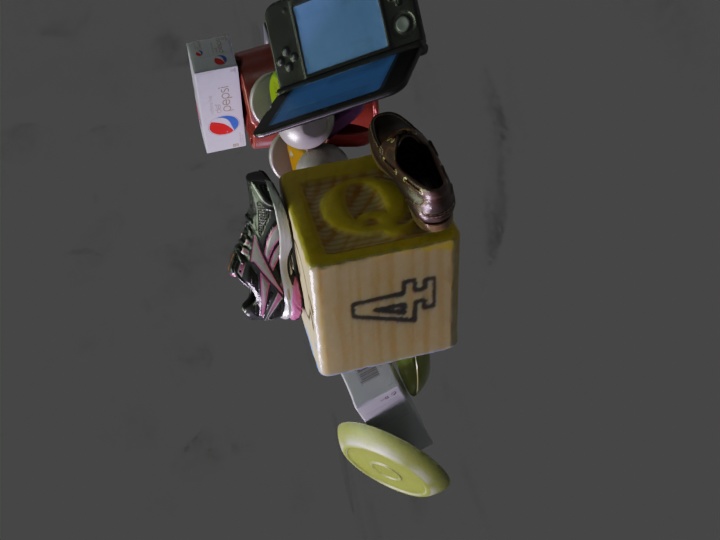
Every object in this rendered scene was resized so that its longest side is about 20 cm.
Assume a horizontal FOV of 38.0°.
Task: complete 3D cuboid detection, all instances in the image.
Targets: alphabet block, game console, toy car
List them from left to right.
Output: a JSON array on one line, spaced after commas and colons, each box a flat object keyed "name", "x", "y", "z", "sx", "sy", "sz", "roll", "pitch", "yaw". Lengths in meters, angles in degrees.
[{"name": "toy car", "x": -0.057, "y": -0.203, "z": 1.482, "sx": 0.175, "sy": 0.149, "sz": 0.202, "roll": 40, "pitch": 153, "yaw": 58}, {"name": "game console", "x": -0.035, "y": -0.259, "z": 1.208, "sx": 0.116, "sy": 0.198, "sz": 0.178, "roll": -7, "pitch": -96, "yaw": -65}, {"name": "alphabet block", "x": 0.012, "y": -0.012, "z": 1.361, "sx": 0.196, "sy": 0.194, "sz": 0.201, "roll": -114, "pitch": 14, "yaw": -45}]

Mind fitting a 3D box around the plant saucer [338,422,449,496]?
[{"name": "plant saucer", "x": 0.047, "y": 0.308, "z": 1.665, "sx": 0.031, "sy": 0.198, "sz": 0.201, "roll": -61, "pitch": -10, "yaw": -25}]

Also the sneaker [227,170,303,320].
[{"name": "sneaker", "x": -0.130, "y": -0.023, "z": 1.338, "sx": 0.080, "sy": 0.085, "sz": 0.202, "roll": -138, "pitch": 37, "yaw": -72}]

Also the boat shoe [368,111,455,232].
[{"name": "boat shoe", "x": 0.062, "y": -0.137, "z": 1.273, "sx": 0.071, "sy": 0.070, "sz": 0.201, "roll": 77, "pitch": 166, "yaw": -48}]

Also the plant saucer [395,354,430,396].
[{"name": "plant saucer", "x": 0.074, "y": 0.097, "z": 1.650, "sx": 0.200, "sy": 0.031, "sz": 0.202, "roll": 167, "pitch": 90, "yaw": -81}]

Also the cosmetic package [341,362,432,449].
[{"name": "cosmetic package", "x": 0.039, "y": 0.211, "z": 1.684, "sx": 0.113, "sy": 0.081, "sz": 0.201, "roll": 63, "pitch": 180, "yaw": 42}]

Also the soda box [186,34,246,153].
[{"name": "soda box", "x": -0.221, "y": -0.269, "z": 1.616, "sx": 0.201, "sy": 0.067, "sz": 0.064, "roll": 93, "pitch": 162, "yaw": -60}]

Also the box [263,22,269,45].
[{"name": "box", "x": -0.110, "y": -0.347, "z": 1.922, "sx": 0.201, "sy": 0.113, "sz": 0.133, "roll": 91, "pitch": 164, "yaw": -58}]

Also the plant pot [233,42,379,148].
[{"name": "plant pot", "x": -0.090, "y": -0.280, "z": 1.625, "sx": 0.201, "sy": 0.193, "sz": 0.203, "roll": 167, "pitch": 90, "yaw": -82}]
